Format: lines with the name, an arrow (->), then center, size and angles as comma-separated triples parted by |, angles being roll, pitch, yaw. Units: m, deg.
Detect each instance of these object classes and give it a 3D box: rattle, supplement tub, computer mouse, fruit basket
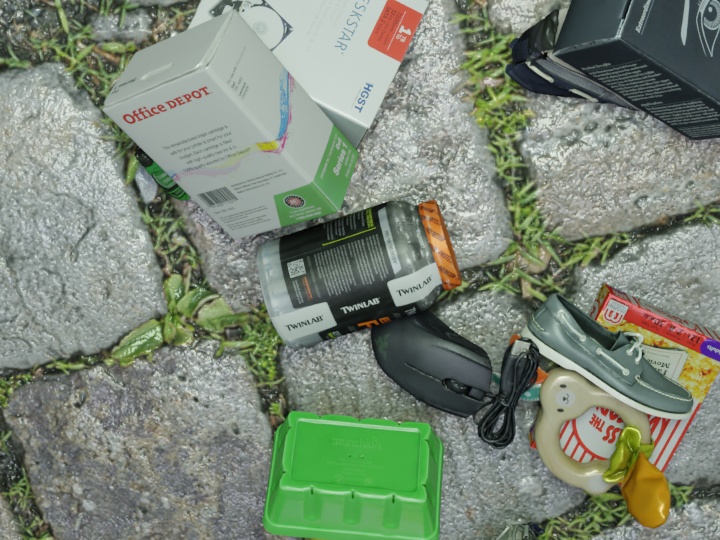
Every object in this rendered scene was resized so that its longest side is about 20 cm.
rattle -> 0.224, 0.171, 1.136 | 0.130, 0.143, 0.200 | -32, 108, 30
supplement tub -> 0.000, 0.000, 1.153 | 0.199, 0.123, 0.123 | -18, 104, 8
computer mouse -> 0.087, 0.102, 1.170 | 0.199, 0.053, 0.139 | 28, 119, 24
fruit basket -> -0.007, 0.258, 1.237 | 0.214, 0.156, 0.216 | 4, 149, 3

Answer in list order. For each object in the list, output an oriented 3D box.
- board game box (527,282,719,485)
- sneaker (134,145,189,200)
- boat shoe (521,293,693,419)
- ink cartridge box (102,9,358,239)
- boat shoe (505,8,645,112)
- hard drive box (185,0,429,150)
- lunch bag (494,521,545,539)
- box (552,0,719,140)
board game box -> 0.299, 0.136, 1.213 | 0.151, 0.046, 0.201 | 23, 105, -3
sneaker -> -0.136, -0.147, 1.154 | 0.199, 0.078, 0.085 | -27, 126, 7
boat shoe -> 0.270, 0.091, 1.142 | 0.199, 0.073, 0.062 | 28, 109, 2
ink cartridge box -> -0.121, -0.133, 1.031 | 0.144, 0.084, 0.200 | -12, 135, 37
boat shoe -> 0.243, -0.205, 1.117 | 0.199, 0.093, 0.075 | 21, 72, -27
hard drive box -> -0.055, -0.238, 1.080 | 0.199, 0.077, 0.157 | 25, 75, -5
lunch bag -> 0.170, 0.408, 1.248 | 0.168, 0.139, 0.200 | 44, 102, -10
box -> 0.306, -0.233, 1.029 | 0.199, 0.104, 0.149 | 26, 81, -23
